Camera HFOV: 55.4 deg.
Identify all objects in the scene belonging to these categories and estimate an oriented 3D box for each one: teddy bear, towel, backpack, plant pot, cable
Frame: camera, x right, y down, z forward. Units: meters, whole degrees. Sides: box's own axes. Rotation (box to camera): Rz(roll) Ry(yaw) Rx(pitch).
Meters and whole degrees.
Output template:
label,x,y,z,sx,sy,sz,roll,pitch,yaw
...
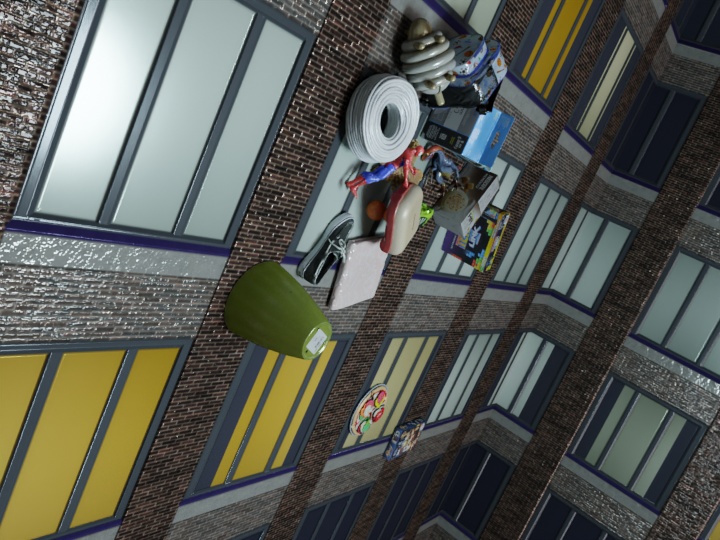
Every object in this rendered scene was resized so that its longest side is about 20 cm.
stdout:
label,x,y,z,sx,sy,sz,roll,pitch,yaw
teddy bear,0.087,-0.279,1.716,0.200,0.066,0.146,29,86,-54
towel,0.000,0.000,1.849,0.190,0.032,0.201,-16,129,-53
backpack,0.259,-0.490,1.680,0.191,0.199,0.155,-46,135,-29
plant pot,-0.164,0.107,1.517,0.187,0.199,0.188,-38,144,-34
cable,0.052,-0.341,1.554,0.199,0.069,0.202,-9,112,-48

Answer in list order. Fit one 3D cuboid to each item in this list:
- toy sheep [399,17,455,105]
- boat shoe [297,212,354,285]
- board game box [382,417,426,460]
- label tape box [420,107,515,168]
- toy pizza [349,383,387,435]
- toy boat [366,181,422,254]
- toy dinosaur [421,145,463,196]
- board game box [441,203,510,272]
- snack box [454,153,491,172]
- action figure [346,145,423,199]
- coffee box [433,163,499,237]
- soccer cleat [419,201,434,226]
label,x,y,z,sx,sy,sz,roll,pitch,yaw
toy sheep,0.155,-0.470,1.557,0.138,0.137,0.201,-35,120,-36
boat shoe,-0.068,-0.051,1.660,0.200,0.068,0.074,-49,149,-19
board game box,0.176,0.662,2.705,0.199,0.034,0.136,-2,117,-57
label tape box,0.275,-0.371,1.772,0.063,0.199,0.145,7,110,-59
toy pizza,0.036,0.477,2.327,0.200,0.032,0.201,-38,144,-34
toy boat,0.076,-0.138,1.744,0.131,0.130,0.201,-53,158,-40
toy dinosaur,0.223,-0.295,1.928,0.201,0.104,0.182,-83,159,-46
board game box,0.360,-0.122,2.162,0.057,0.165,0.202,-19,131,-51
snack box,0.293,-0.341,1.914,0.037,0.116,0.200,-61,150,4
action figure,0.075,-0.222,1.638,0.199,0.065,0.099,-33,119,3
coffee box,0.319,-0.213,2.070,0.200,0.114,0.080,-51,149,-15
soccer cleat,0.135,-0.139,1.907,0.199,0.067,0.081,-17,143,-51
